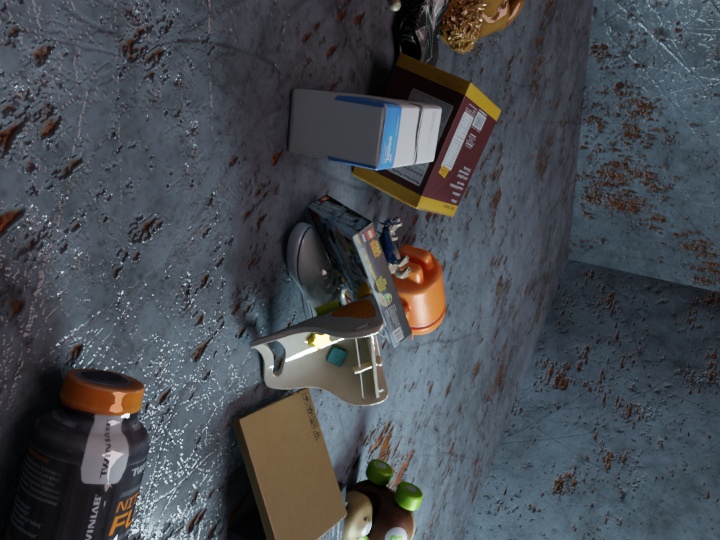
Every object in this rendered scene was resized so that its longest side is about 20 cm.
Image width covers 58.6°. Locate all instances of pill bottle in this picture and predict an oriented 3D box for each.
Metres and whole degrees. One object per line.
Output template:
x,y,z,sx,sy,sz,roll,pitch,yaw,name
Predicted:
-0.253,0.196,0.579,0.106,0.104,0.206,14,90,-65,pill bottle

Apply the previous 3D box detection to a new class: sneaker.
0.100,-0.419,1.060,0.079,0.074,0.206,-34,132,-52,sneaker
-0.053,0.014,0.950,0.074,0.069,0.203,-58,149,-34,sneaker

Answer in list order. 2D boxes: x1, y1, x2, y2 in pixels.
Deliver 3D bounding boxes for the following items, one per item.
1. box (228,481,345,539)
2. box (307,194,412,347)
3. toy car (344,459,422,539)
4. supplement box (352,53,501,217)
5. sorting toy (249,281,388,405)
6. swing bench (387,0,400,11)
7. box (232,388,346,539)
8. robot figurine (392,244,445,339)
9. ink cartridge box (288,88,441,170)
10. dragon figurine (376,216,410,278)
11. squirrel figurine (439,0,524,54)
-0.111,0.453,1.007,0.181,0.102,0.206,-31,129,-55,box
0.000,0.000,0.938,0.039,0.136,0.203,-33,126,-17,box
0.001,0.480,1.225,0.198,0.156,0.168,9,105,-53,toy car
0.115,-0.216,1.071,0.196,0.131,0.204,-1,118,-64,supplement box
-0.058,0.109,0.885,0.202,0.175,0.109,84,-8,-53,sorting toy
0.032,-0.472,0.788,0.127,0.201,0.201,-27,138,-9,swing bench
-0.098,0.288,0.923,0.162,0.021,0.205,-12,83,-58,box
0.108,0.046,1.258,0.203,0.113,0.146,75,3,-45,robot figurine
0.012,-0.199,0.898,0.199,0.141,0.087,-23,124,-59,ink cartridge box
0.020,-0.007,1.108,0.200,0.099,0.060,-43,145,-20,dragon figurine
0.206,-0.499,1.138,0.202,0.140,0.187,-53,171,-10,squirrel figurine
